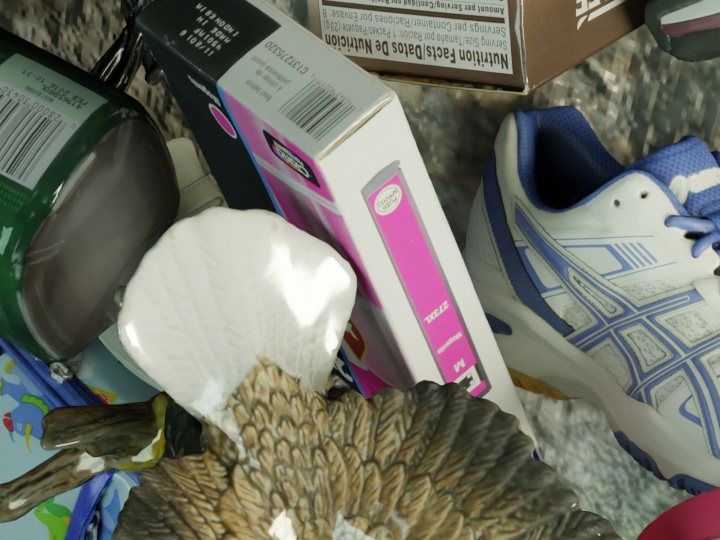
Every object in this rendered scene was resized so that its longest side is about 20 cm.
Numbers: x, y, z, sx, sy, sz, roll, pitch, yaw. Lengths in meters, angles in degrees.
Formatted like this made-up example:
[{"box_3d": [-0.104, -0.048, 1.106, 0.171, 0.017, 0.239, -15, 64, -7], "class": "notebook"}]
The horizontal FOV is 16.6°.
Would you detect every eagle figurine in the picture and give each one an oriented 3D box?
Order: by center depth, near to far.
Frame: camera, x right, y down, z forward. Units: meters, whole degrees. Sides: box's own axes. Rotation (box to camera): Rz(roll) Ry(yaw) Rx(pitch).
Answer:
[{"box_3d": [-0.009, 0.096, 0.699, 0.152, 0.151, 0.200, -51, 45, 18], "class": "eagle figurine"}]

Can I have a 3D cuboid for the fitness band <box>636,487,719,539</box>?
[{"box_3d": [0.166, 0.104, 0.698, 0.199, 0.038, 0.144, -11, 140, 40], "class": "fitness band"}]

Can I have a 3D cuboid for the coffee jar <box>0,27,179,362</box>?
[{"box_3d": [-0.165, -0.054, 0.846, 0.199, 0.085, 0.104, 30, 163, 19], "class": "coffee jar"}]

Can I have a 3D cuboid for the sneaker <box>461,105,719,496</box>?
[{"box_3d": [0.102, 0.008, 0.750, 0.200, 0.075, 0.089, 25, 118, 42], "class": "sneaker"}]

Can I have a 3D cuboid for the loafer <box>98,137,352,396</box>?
[{"box_3d": [-0.076, -0.013, 0.897, 0.200, 0.070, 0.070, 34, 136, 22], "class": "loafer"}]

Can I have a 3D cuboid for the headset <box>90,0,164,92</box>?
[{"box_3d": [-0.126, -0.120, 0.812, 0.123, 0.200, 0.094, 26, 90, 37], "class": "headset"}]

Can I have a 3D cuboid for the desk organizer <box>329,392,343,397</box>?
[{"box_3d": [-0.045, 0.136, 0.868, 0.072, 0.077, 0.201, 58, 132, 41], "class": "desk organizer"}]

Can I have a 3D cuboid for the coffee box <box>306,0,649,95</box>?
[{"box_3d": [0.037, -0.165, 0.711, 0.079, 0.114, 0.201, 10, 117, 34], "class": "coffee box"}]

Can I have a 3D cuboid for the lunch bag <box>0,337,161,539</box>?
[{"box_3d": [-0.118, 0.103, 0.963, 0.161, 0.082, 0.201, 42, 132, 24], "class": "lunch bag"}]

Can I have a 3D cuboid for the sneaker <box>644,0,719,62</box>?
[{"box_3d": [0.178, -0.055, 0.680, 0.199, 0.076, 0.116, -13, 105, 39], "class": "sneaker"}]

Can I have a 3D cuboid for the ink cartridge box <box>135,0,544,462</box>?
[{"box_3d": [0.000, 0.000, 0.771, 0.095, 0.037, 0.200, 38, 164, 41], "class": "ink cartridge box"}]
